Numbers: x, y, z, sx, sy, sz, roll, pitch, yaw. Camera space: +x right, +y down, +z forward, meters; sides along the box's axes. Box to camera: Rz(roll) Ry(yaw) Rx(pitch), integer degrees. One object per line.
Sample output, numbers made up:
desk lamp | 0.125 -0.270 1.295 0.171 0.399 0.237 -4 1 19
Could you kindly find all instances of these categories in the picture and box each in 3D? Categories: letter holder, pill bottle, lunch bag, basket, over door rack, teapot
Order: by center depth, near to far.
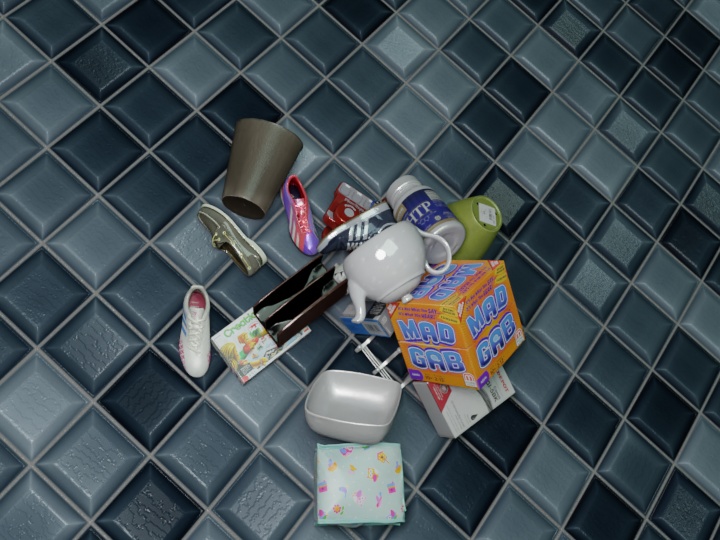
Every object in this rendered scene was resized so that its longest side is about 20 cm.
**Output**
teapot | 0.070 -0.001 1.531 0.148 0.199 0.196 57 32 6
lunch bag | -0.001 0.457 1.549 0.195 0.122 0.174 1 68 -9
letter holder | -0.132 0.058 1.598 0.199 0.142 0.101 -38 81 -15
pill bottle | 0.144 -0.124 1.681 0.118 0.121 0.201 -19 51 -21
over door rack | 0.103 0.179 1.713 0.199 0.067 0.148 -37 83 -24
basket | -0.249 -0.239 1.742 0.176 0.136 0.204 14 70 4

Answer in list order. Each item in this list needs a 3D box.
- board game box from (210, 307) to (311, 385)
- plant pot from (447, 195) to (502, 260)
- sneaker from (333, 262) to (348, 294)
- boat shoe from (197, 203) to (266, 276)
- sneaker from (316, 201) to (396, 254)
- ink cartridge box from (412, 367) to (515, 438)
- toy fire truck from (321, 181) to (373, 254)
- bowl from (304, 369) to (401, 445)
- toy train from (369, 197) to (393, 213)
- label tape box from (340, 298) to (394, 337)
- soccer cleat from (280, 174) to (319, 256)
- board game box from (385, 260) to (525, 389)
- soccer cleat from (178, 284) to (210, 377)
board game box | -0.225 0.149 1.651 0.199 0.035 0.127 -37 82 -24
plant pot | 0.249 -0.093 1.761 0.184 0.200 0.191 14 59 -25
sneaker | 0.000 0.000 1.698 0.075 0.197 0.082 50 44 -33
boat shoe | -0.309 -0.072 1.692 0.201 0.072 0.060 43 60 -1
sneaker | 0.003 -0.065 1.651 0.198 0.070 0.110 -31 86 -13
ink cartridge box | 0.243 0.272 1.690 0.198 0.083 0.149 -30 94 -23
toy fire truck | 0.006 -0.118 1.784 0.198 0.113 0.169 31 49 -3
bowl | -0.017 0.303 1.574 0.195 0.076 0.200 10 22 10
toy train | 0.074 -0.165 1.802 0.046 0.035 0.199 37 27 16
label tape box | 0.061 0.057 1.700 0.064 0.143 0.201 50 61 -27
soccer cleat | -0.146 -0.134 1.760 0.067 0.073 0.204 -13 73 -19
board game box | 0.212 0.112 1.604 0.199 0.198 0.203 -36 115 -38
soccer cleat | -0.364 0.129 1.592 0.068 0.086 0.205 0 70 -15
